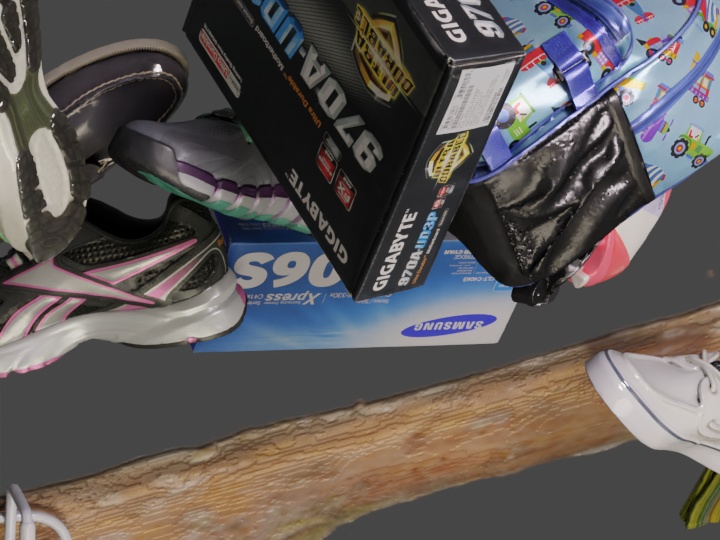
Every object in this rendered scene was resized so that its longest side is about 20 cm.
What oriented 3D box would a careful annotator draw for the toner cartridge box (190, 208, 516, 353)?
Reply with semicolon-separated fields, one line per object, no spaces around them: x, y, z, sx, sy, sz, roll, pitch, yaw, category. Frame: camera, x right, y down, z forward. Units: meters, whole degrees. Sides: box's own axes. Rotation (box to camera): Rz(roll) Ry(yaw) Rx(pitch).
0.000;0.000;1.518;0.199;0.043;0.095;-2;139;-23;toner cartridge box

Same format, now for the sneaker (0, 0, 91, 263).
-0.205;-0.094;1.281;0.088;0.077;0.201;2;121;26;sneaker

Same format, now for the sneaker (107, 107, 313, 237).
-0.054;-0.073;1.381;0.200;0.074;0.088;16;97;-54;sneaker

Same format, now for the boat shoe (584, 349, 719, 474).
0.219;0.081;1.698;0.065;0.074;0.200;-42;147;18;boat shoe

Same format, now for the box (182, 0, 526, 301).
-0.008;-0.112;1.258;0.046;0.200;0.159;-10;142;-31;box

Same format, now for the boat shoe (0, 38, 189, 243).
-0.169;-0.047;1.372;0.200;0.063;0.073;-33;137;13;boat shoe

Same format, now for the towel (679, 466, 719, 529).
0.332;0.150;1.861;0.199;0.018;0.086;-1;138;-23;towel

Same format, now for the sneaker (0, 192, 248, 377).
-0.167;-0.001;1.434;0.199;0.080;0.087;-11;109;0;sneaker

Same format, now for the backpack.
0.107;-0.107;1.341;0.200;0.183;0.135;-34;128;-7;backpack

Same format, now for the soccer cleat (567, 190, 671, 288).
0.159;-0.075;1.498;0.076;0.067;0.200;-30;148;-43;soccer cleat

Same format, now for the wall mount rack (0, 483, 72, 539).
-0.269;0.222;1.603;0.199;0.075;0.174;-4;114;-20;wall mount rack
